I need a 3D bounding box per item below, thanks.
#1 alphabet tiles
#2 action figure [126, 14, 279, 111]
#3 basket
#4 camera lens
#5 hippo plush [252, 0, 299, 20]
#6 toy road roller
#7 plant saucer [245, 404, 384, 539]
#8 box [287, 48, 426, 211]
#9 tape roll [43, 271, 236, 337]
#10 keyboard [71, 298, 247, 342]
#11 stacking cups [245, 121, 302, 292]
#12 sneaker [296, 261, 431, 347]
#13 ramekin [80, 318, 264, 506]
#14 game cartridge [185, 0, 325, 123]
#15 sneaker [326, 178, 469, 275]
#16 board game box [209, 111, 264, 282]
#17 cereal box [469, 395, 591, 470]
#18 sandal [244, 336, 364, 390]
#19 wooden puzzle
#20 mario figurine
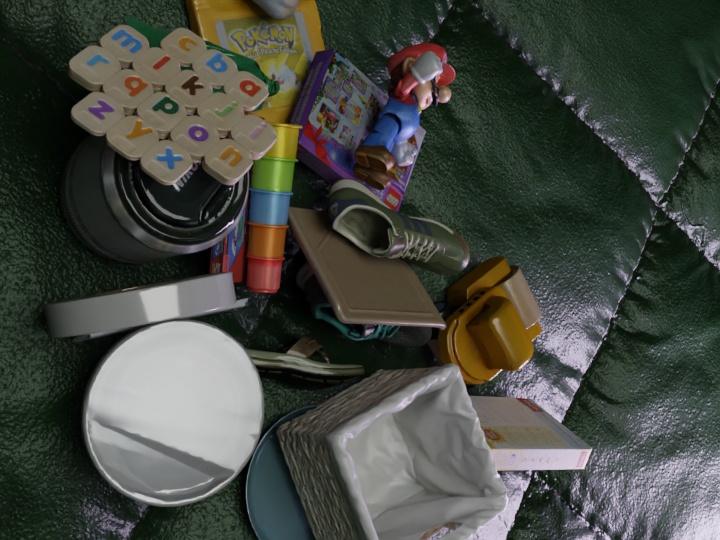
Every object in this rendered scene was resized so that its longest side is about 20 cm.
[{"bbox_3d":[-0.184,-0.165,1.005,0.200,0.015,0.196,35,47,1],"label":"alphabet tiles"},{"bbox_3d":[-0.180,-0.223,1.185,0.199,0.055,0.119,2,79,-36],"label":"action figure"},{"bbox_3d":[0.036,0.239,1.223,0.198,0.161,0.201,-26,99,-32],"label":"basket"},{"bbox_3d":[-0.225,-0.091,1.091,0.160,0.200,0.161,3,84,-33],"label":"camera lens"},{"bbox_3d":[-0.114,-0.418,1.197,0.199,0.161,0.160,22,56,-15],"label":"hippo plush"},{"bbox_3d":[0.185,0.074,1.373,0.200,0.146,0.123,-37,106,-30],"label":"toy road roller"},{"bbox_3d":[-0.059,0.269,1.269,0.200,0.027,0.201,3,85,-32],"label":"plant saucer"},{"bbox_3d":[-0.005,-0.172,1.310,0.200,0.039,0.137,35,67,-41],"label":"box"},{"bbox_3d":[-0.232,0.035,1.076,0.202,0.203,0.037,-12,93,-33],"label":"tape roll"},{"bbox_3d":[-0.227,0.057,1.162,0.199,0.056,0.011,-11,88,-33],"label":"keyboard"},{"bbox_3d":[-0.106,-0.075,1.202,0.060,0.060,0.201,-1,102,-33],"label":"stacking cups"},{"bbox_3d":[0.007,0.062,1.284,0.200,0.078,0.091,25,28,-23],"label":"sneaker"},{"bbox_3d":[-0.215,0.154,1.126,0.202,0.094,0.203,1,88,-25],"label":"ramekin"},{"bbox_3d":[-0.122,-0.277,1.276,0.176,0.032,0.201,-17,96,-33],"label":"game cartridge"},{"bbox_3d":[0.044,-0.037,1.256,0.200,0.067,0.090,28,27,-9],"label":"sneaker"},{"bbox_3d":[-0.145,-0.086,1.195,0.103,0.019,0.201,-10,104,-76],"label":"board game box"},{"bbox_3d":[0.193,0.218,1.369,0.199,0.144,0.040,8,108,-32],"label":"cereal box"},{"bbox_3d":[-0.080,0.106,1.244,0.200,0.080,0.058,15,64,-31],"label":"sandal"},{"bbox_3d":[0.000,0.000,1.259,0.200,0.037,0.185,10,41,-45],"label":"wooden puzzle"},{"bbox_3d":[0.069,-0.198,1.275,0.106,0.123,0.200,36,69,-27],"label":"mario figurine"}]
